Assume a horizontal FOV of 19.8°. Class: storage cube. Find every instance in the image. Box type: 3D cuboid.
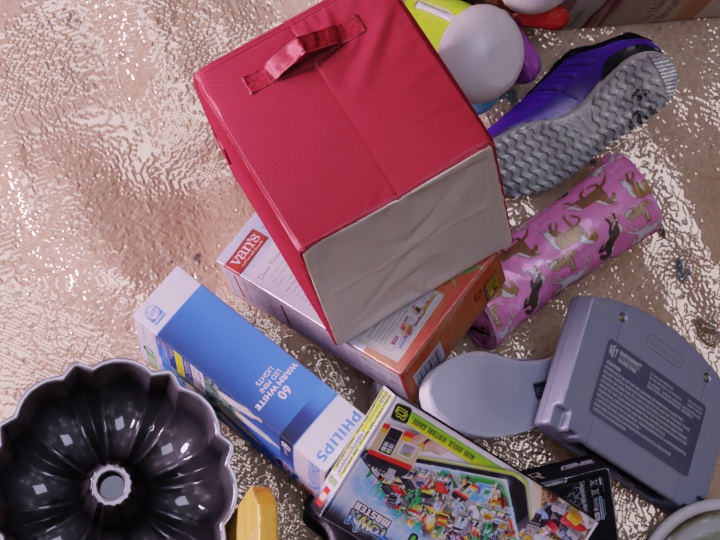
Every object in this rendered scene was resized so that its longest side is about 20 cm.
[{"bbox_3d":[-0.003,-0.084,1.594,0.170,0.200,0.180,-29,64,-5],"label":"storage cube"}]

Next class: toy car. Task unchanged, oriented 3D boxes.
[{"bbox_3d":[0.106,-0.219,1.765,0.150,0.175,0.201,36,85,-44],"label":"toy car"}]

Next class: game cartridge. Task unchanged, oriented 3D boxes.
[{"bbox_3d":[0.231,0.108,1.719,0.199,0.041,0.134,34,62,-35],"label":"game cartridge"}]

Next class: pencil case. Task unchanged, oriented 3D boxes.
[{"bbox_3d":[0.161,-0.016,1.751,0.199,0.087,0.083,-35,51,-16],"label":"pencil case"}]

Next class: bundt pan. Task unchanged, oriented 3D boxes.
[{"bbox_3d":[-0.197,0.175,1.635,0.200,0.076,0.204,1,77,-5],"label":"bundt pan"}]

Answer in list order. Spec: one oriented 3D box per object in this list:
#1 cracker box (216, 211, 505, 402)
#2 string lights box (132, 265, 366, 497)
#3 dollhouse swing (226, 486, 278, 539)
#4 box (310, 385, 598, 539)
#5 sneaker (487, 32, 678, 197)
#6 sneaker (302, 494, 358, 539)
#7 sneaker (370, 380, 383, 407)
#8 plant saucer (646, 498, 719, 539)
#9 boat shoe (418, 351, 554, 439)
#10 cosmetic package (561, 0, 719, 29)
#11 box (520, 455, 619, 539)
[{"bbox_3d":[0.000,0.000,1.691,0.199,0.058,0.134,31,72,26],"label":"cracker box"},{"bbox_3d":[-0.085,0.092,1.647,0.199,0.103,0.059,38,72,14],"label":"string lights box"},{"bbox_3d":[-0.031,0.288,1.590,0.180,0.200,0.177,17,63,-7],"label":"dollhouse swing"},{"bbox_3d":[0.073,0.187,1.587,0.199,0.035,0.111,32,90,-17],"label":"box"},{"bbox_3d":[0.177,-0.141,1.797,0.199,0.100,0.070,-29,123,8],"label":"sneaker"},{"bbox_3d":[0.005,0.264,1.672,0.084,0.075,0.202,-11,71,-8],"label":"sneaker"},{"bbox_3d":[0.087,0.165,1.701,0.117,0.074,0.202,-23,92,-9],"label":"sneaker"},{"bbox_3d":[0.306,0.293,1.721,0.198,0.050,0.202,6,70,-17],"label":"plant saucer"},{"bbox_3d":[0.119,0.106,1.695,0.199,0.065,0.074,2,73,-37],"label":"boat shoe"},{"bbox_3d":[0.268,-0.276,1.829,0.198,0.103,0.088,-6,77,-11],"label":"cosmetic package"},{"bbox_3d":[0.133,0.264,1.656,0.159,0.044,0.202,-13,102,-12],"label":"box"}]
